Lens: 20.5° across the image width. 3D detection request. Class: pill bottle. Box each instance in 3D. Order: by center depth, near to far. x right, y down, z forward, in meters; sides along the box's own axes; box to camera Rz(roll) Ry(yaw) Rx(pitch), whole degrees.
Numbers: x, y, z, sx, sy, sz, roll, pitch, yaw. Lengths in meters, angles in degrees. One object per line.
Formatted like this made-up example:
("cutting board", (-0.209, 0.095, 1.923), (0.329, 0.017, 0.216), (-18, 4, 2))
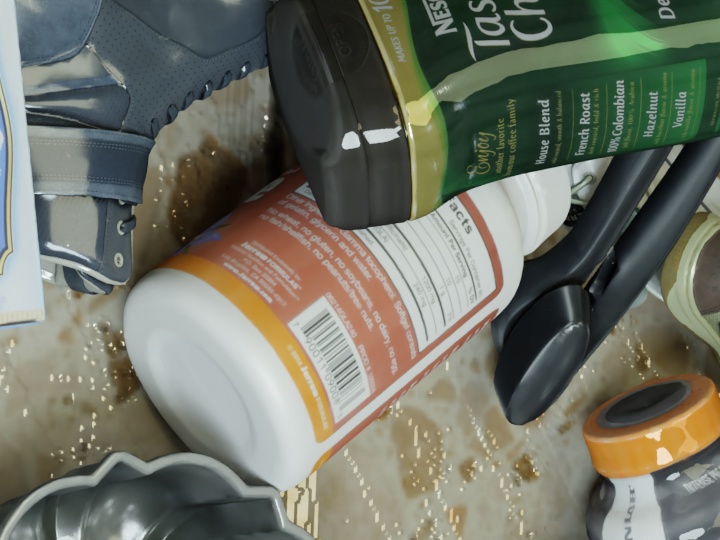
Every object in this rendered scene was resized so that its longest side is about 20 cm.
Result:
("pill bottle", (0.000, 0.000, 0.891), (0.200, 0.112, 0.113), (-38, 108, -30))
("pill bottle", (0.180, 0.155, 1.009), (0.106, 0.106, 0.201), (-31, 104, -31))

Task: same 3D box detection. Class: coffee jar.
("coffee jar", (0.063, -0.087, 0.828), (0.199, 0.086, 0.105), (-16, 56, -9))

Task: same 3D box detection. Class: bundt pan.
("bundt pan", (-0.103, 0.174, 0.832), (0.201, 0.076, 0.203), (2, 87, -33))

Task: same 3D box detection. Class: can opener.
("can opener", (0.124, -0.013, 0.948), (0.063, 0.079, 0.200), (14, 124, -30))

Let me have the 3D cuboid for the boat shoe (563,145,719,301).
("boat shoe", (0.122, -0.048, 0.997), (0.200, 0.073, 0.067), (33, 68, -29))

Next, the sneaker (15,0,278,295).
("sneaker", (-0.089, -0.064, 0.857), (0.201, 0.077, 0.147), (-1, 92, -38))

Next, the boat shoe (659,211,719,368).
("boat shoe", (0.226, 0.033, 1.042), (0.201, 0.066, 0.072), (35, 84, -47))

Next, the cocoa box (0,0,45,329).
("cocoa box", (-0.208, -0.070, 0.738), (0.131, 0.133, 0.201), (-6, 91, -34))
